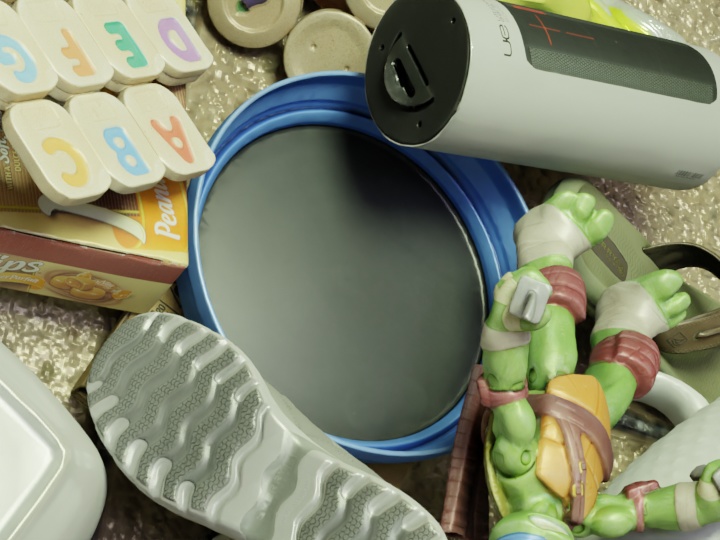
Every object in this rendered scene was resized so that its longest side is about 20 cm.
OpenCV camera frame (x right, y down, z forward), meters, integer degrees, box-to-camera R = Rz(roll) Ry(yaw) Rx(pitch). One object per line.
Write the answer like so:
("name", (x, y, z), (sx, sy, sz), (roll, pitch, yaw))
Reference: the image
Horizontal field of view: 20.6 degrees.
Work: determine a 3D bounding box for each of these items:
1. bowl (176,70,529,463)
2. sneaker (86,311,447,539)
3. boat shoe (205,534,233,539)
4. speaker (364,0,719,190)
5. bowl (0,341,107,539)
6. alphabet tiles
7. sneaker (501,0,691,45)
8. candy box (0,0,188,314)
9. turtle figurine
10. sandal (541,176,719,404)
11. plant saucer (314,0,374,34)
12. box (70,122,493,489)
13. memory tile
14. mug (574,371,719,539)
("bowl", (0.000, 0.000, 0.982), (0.200, 0.039, 0.201), (12, 66, -27))
("sneaker", (-0.043, 0.096, 0.886), (0.200, 0.082, 0.075), (39, 82, 22))
("boat shoe", (-0.055, 0.220, 0.886), (0.063, 0.073, 0.201), (-16, 81, 10))
("speaker", (0.100, -0.090, 1.013), (0.200, 0.081, 0.081), (7, 66, -39))
("bowl", (-0.213, 0.088, 0.830), (0.200, 0.075, 0.200), (43, 54, -5))
("alphabet tiles", (-0.146, -0.118, 0.871), (0.196, 0.015, 0.200), (57, 30, 9))
("sneaker", (0.109, -0.112, 1.114), (0.200, 0.076, 0.105), (19, 102, -43))
("candy box", (-0.144, -0.087, 0.943), (0.115, 0.055, 0.201), (12, 58, -25))
("turtle figurine", (0.123, 0.046, 0.909), (0.143, 0.200, 0.194), (15, 42, -1))
("sandal", (0.170, 0.016, 1.063), (0.201, 0.057, 0.080), (37, 43, -39))
("plant saucer", (0.033, -0.224, 1.087), (0.200, 0.032, 0.201), (-1, 92, -33))
("box", (-0.028, 0.033, 0.990), (0.163, 0.021, 0.200), (39, 55, -11))
("memory tile", (-0.041, -0.196, 1.025), (0.200, 0.017, 0.153), (40, 100, -9))
("mug", (0.170, 0.131, 0.999), (0.175, 0.148, 0.200), (-28, 64, -29))
